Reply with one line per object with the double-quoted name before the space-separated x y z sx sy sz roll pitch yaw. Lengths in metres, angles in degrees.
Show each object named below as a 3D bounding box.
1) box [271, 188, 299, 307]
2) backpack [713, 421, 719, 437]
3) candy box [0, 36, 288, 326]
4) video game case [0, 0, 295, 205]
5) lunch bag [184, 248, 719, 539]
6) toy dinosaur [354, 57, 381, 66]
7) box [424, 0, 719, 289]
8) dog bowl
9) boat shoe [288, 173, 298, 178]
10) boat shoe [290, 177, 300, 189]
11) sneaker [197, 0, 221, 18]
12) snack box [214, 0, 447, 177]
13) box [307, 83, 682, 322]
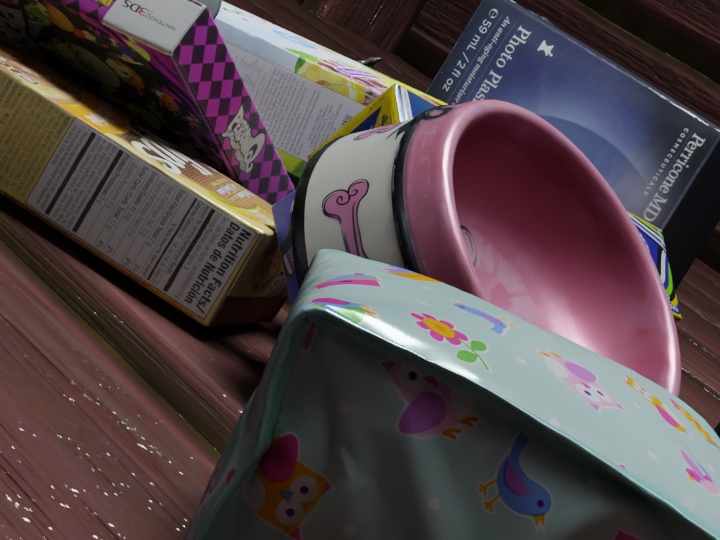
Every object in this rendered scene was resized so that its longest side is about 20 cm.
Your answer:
"box" 0.032 0.033 1.038 0.200 0.041 0.119 22 45 -42
"backpack" 0.280 0.130 1.171 0.200 0.147 0.183 37 12 6
"candy box" -0.125 -0.047 1.076 0.200 0.055 0.115 32 7 11
"video game case" -0.130 -0.104 1.154 0.181 0.036 0.200 27 -18 24
"lunch bag" 0.053 0.084 0.716 0.200 0.122 0.170 25 8 -3
"toy dinosaur" -0.038 -0.124 1.428 0.200 0.047 0.088 25 14 17
"box" 0.132 -0.054 1.549 0.198 0.200 0.123 34 8 20
"dog bowl" 0.064 0.013 0.988 0.200 0.074 0.200 34 41 -35
"boat shoe" -0.013 -0.048 1.434 0.200 0.072 0.072 26 7 2
"boat shoe" 0.000 0.000 1.249 0.065 0.074 0.200 14 10 -35
"sneaker" -0.103 -0.177 1.118 0.121 0.084 0.200 13 -18 40
"snack box" -0.050 -0.105 1.297 0.200 0.068 0.169 25 7 17
"box" 0.070 -0.017 1.149 0.200 0.070 0.064 25 41 -36
